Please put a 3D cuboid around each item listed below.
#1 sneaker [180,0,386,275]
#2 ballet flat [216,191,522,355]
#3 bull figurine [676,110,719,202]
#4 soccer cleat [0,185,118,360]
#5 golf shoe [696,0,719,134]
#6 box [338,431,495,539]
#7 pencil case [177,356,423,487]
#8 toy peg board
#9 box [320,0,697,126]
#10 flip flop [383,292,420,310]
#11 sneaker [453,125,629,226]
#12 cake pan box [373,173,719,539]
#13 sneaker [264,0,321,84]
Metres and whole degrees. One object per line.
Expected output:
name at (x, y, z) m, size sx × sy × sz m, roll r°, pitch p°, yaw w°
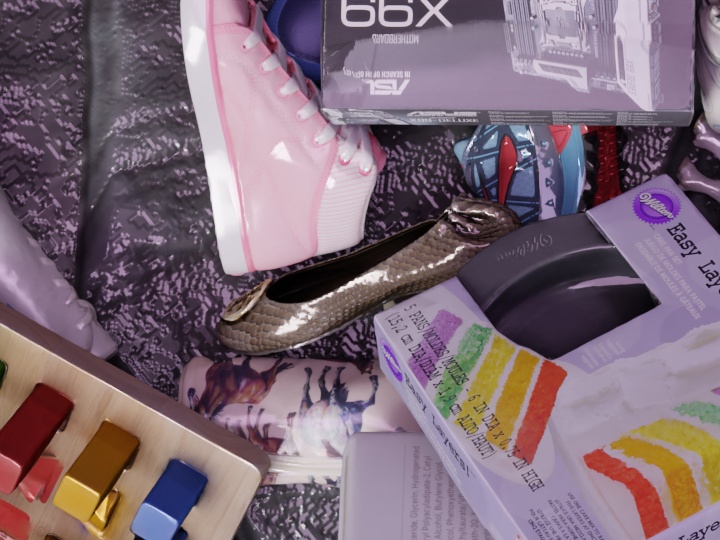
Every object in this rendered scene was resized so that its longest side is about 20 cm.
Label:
sneaker at (-0.041, -0.095, 1.240) m, size 0.104 × 0.075 × 0.201 m, roll -6°, pitch 117°, yaw 5°
ballet flat at (0.000, 0.000, 1.239) m, size 0.199 × 0.067 × 0.046 m, roll -17°, pitch 117°, yaw 28°
bull figurine at (0.222, -0.014, 1.243) m, size 0.121 × 0.065 × 0.201 m, roll 29°, pitch 78°, yaw 12°
soccer cleat at (-0.188, 0.022, 1.276) m, size 0.086 × 0.070 × 0.201 m, roll -12°, pitch 96°, yaw 3°
golf shoe at (0.225, -0.163, 1.239) m, size 0.078 × 0.097 × 0.201 m, roll 20°, pitch 55°, yaw 10°
box at (0.074, 0.218, 1.159) m, size 0.170 × 0.200 × 0.200 m, roll 0°, pitch 125°, yaw 4°
pencil case at (-0.008, 0.090, 1.252) m, size 0.199 × 0.090 × 0.078 m, roll 1°, pitch 118°, yaw 2°
toy peg board at (-0.185, 0.149, 1.215) m, size 0.198 × 0.098 × 0.201 m, roll 29°, pitch 123°, yaw 3°
box at (0.080, -0.158, 1.182) m, size 0.199 × 0.050 × 0.159 m, roll 1°, pitch 84°, yaw 6°
flip flop at (0.076, 0.037, 1.207) m, size 0.081 × 0.200 × 0.058 m, roll -12°, pitch 123°, yaw -24°
sneaker at (0.102, -0.053, 1.266) m, size 0.095 × 0.079 × 0.201 m, roll 7°, pitch 99°, yaw 33°
cake pan box at (0.128, 0.059, 1.111) m, size 0.183 × 0.052 × 0.200 m, roll -24°, pitch 52°, yaw -13°
sneaker at (0.034, -0.167, 1.255) m, size 0.199 × 0.082 × 0.074 m, roll -23°, pitch 90°, yaw 5°
